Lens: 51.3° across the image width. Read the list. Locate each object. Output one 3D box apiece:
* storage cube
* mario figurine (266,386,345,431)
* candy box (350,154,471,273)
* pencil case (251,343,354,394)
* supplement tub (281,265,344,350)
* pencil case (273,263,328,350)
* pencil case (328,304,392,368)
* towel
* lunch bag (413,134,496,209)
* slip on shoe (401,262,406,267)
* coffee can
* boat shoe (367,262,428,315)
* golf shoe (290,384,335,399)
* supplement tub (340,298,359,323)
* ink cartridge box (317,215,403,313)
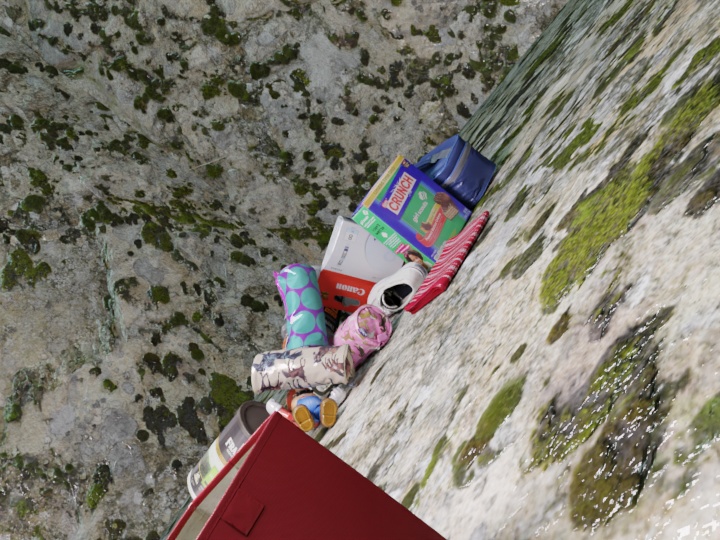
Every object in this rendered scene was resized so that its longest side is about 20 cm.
[{"bbox_3d":[-0.060,0.246,0.531,0.171,0.180,0.200,-50,4,37],"label":"storage cube"},{"bbox_3d":[-0.106,0.251,1.438,0.106,0.123,0.200,-66,11,-10],"label":"mario figurine"},{"bbox_3d":[0.107,-0.115,1.550,0.169,0.200,0.077,-56,5,-33],"label":"candy box"},{"bbox_3d":[-0.111,0.190,1.424,0.078,0.199,0.090,-88,-13,-47],"label":"pencil case"},{"bbox_3d":[-0.105,0.099,1.662,0.123,0.122,0.200,-48,25,50],"label":"supplement tub"},{"bbox_3d":[-0.121,0.089,1.529,0.085,0.092,0.200,103,159,-59],"label":"pencil case"},{"bbox_3d":[-0.016,0.149,1.507,0.200,0.083,0.087,-48,16,47],"label":"pencil case"},{"bbox_3d":[0.159,-0.014,1.377,0.200,0.022,0.145,-55,6,-31],"label":"towel"},{"bbox_3d":[0.187,-0.209,1.680,0.200,0.132,0.136,-25,32,59],"label":"lunch bag"},{"bbox_3d":[0.109,-0.006,1.630,0.200,0.060,0.076,-71,21,1],"label":"slip on shoe"},{"bbox_3d":[-0.239,0.389,1.531,0.200,0.146,0.146,-52,4,17],"label":"coffee can"},{"bbox_3d":[0.065,0.055,1.536,0.200,0.072,0.066,-37,12,49],"label":"boat shoe"},{"bbox_3d":[-0.083,0.233,1.630,0.200,0.077,0.088,-55,12,-26],"label":"golf shoe"},{"bbox_3d":[-0.011,0.070,1.848,0.123,0.122,0.200,-54,5,-18],"label":"supplement tub"},{"bbox_3d":[0.000,0.000,1.587,0.047,0.160,0.200,-134,61,-67],"label":"ink cartridge box"}]
